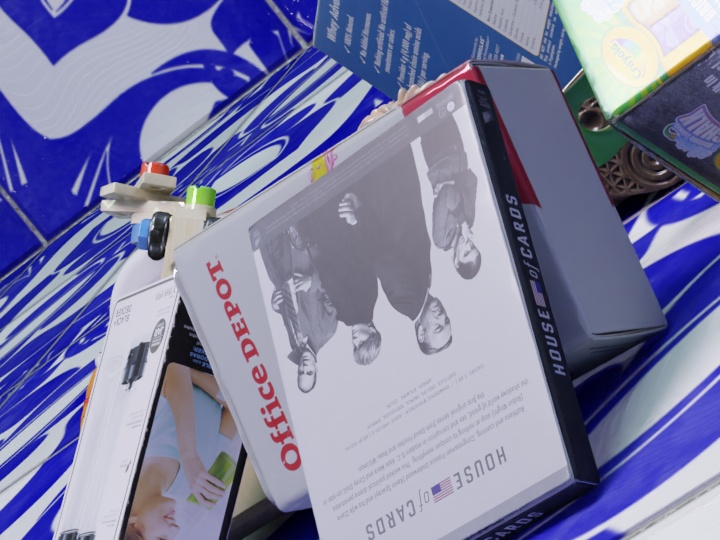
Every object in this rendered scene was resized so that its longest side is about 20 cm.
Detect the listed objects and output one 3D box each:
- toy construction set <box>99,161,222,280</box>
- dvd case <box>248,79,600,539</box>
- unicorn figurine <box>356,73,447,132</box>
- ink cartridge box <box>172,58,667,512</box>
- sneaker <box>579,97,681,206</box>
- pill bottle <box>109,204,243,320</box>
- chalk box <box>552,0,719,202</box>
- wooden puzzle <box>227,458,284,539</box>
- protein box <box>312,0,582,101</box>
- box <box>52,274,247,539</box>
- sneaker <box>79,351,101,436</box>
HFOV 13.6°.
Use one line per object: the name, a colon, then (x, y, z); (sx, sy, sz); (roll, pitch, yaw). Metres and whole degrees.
toy construction set: (-0.108, 0.026, 1.820); (0.091, 0.201, 0.131); (-8, -11, 4)
dvd case: (0.024, 0.036, 1.365); (0.025, 0.201, 0.150); (12, -35, -45)
unicorn figurine: (0.017, 0.007, 1.567); (0.137, 0.074, 0.201); (-8, 67, 52)
ink cartridge box: (0.025, 0.009, 1.464); (0.199, 0.146, 0.083); (-31, -14, 30)
sneaker: (0.136, -0.069, 1.728); (0.200, 0.071, 0.076); (-34, 9, 30)
pill bottle: (-0.073, 0.015, 1.982); (0.112, 0.113, 0.200); (-35, -4, 26)
chalk box: (0.178, -0.128, 1.528); (0.200, 0.124, 0.124); (-35, 53, 21)
wooden puzzle: (-0.014, 0.065, 1.687); (0.185, 0.037, 0.201); (-33, 27, 37)
protein box: (0.094, -0.184, 1.822); (0.135, 0.200, 0.199); (-44, -22, -30)
box: (-0.108, 0.110, 1.572); (0.117, 0.060, 0.201); (-22, 52, 64)
sneaker: (-0.128, 0.097, 2.068); (0.200, 0.073, 0.078); (-8, 69, 62)
